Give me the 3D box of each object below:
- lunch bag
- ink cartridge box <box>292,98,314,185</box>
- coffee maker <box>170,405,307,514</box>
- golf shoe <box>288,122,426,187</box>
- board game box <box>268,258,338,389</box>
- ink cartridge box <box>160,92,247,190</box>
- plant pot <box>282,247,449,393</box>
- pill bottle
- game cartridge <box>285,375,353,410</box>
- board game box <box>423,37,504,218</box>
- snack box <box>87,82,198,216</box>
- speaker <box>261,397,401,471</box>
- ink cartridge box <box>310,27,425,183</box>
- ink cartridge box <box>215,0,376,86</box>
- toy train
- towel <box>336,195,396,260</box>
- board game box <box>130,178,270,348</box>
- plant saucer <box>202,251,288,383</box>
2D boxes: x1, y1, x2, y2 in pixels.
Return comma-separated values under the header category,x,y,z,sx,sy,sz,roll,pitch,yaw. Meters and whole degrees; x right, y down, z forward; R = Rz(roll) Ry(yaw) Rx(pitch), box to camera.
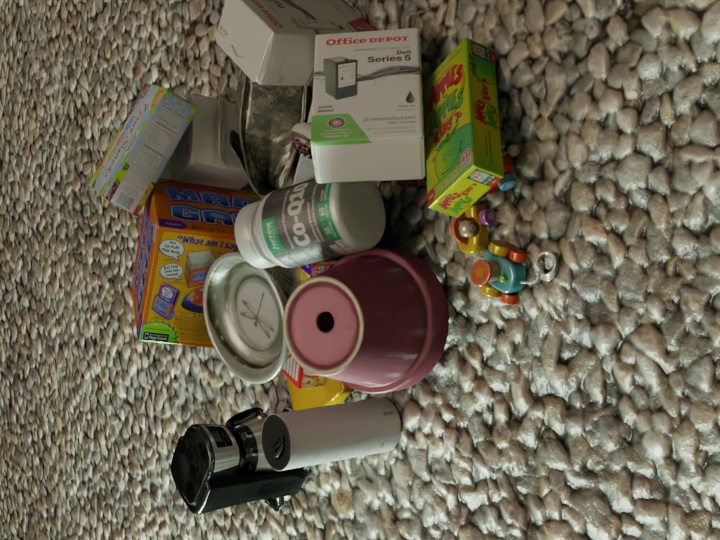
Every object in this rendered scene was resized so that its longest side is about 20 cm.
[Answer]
category,x,y,z,sx,sy,sz,roll,pitch,yaw
lunch bag,-0.143,-0.218,1.770,0.164,0.116,0.202,-106,22,-73
ink cartridge box,-0.066,-0.176,1.705,0.163,0.050,0.202,-83,5,-57
coffee maker,-0.195,0.328,1.866,0.134,0.198,0.194,24,112,51
golf shoe,0.002,-0.179,1.578,0.073,0.198,0.093,98,-175,-80
board game box,-0.094,0.055,1.738,0.151,0.046,0.202,37,124,57
ink cartridge box,-0.261,-0.201,1.950,0.199,0.124,0.130,-28,59,51
plant pot,-0.005,0.070,1.544,0.198,0.178,0.203,1,91,31
pill bottle,-0.073,-0.066,1.595,0.199,0.113,0.115,-13,82,37
game cartridge,-0.070,0.135,1.785,0.200,0.032,0.178,-45,53,55
board game box,0.127,-0.180,1.442,0.102,0.047,0.202,-43,39,48
snack box,-0.357,-0.201,1.874,0.201,0.067,0.168,-61,26,1
speaker,-0.041,0.233,1.642,0.081,0.198,0.082,7,99,53
ink cartridge box,0.011,-0.218,1.507,0.084,0.144,0.202,82,-174,-53
ink cartridge box,-0.085,-0.331,1.648,0.147,0.198,0.083,48,130,39
toy train,0.165,-0.058,1.451,0.150,0.055,0.202,-46,57,46
towel,0.000,0.000,1.691,0.147,0.049,0.202,-20,77,52
board game box,-0.255,-0.011,1.868,0.200,0.198,0.202,-117,38,-60
plant saucer,-0.160,0.067,1.729,0.199,0.050,0.203,16,113,42
